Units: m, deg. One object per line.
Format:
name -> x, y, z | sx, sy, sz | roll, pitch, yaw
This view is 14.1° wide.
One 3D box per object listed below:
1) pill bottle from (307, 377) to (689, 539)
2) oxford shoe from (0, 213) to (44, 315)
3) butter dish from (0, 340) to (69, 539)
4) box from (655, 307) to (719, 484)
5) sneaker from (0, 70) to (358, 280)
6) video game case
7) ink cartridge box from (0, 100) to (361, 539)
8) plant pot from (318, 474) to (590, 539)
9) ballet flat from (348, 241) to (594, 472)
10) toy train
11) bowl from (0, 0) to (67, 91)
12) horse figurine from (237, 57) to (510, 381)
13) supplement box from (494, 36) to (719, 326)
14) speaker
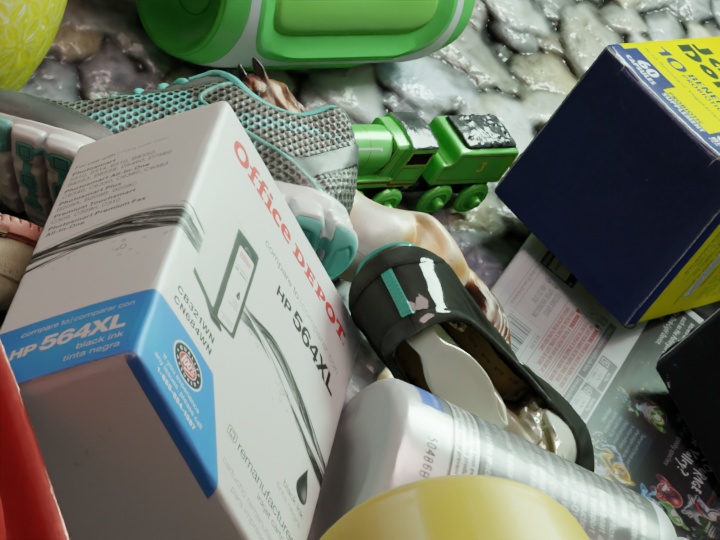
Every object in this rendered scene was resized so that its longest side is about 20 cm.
pill bottle -> 0.073, 0.138, 1.323 | 0.199, 0.114, 0.114 | 26, 35, -17
oxford shoe -> -0.196, 0.008, 1.291 | 0.199, 0.071, 0.074 | 17, 70, -36
butter dish -> -0.218, 0.056, 1.081 | 0.198, 0.148, 0.201 | -14, 54, -14
box -> 0.295, 0.096, 1.547 | 0.198, 0.123, 0.201 | 2, 53, -49
sneaker -> -0.091, -0.058, 1.394 | 0.199, 0.078, 0.092 | 16, 56, 0
video game case -> 0.141, 0.065, 1.557 | 0.182, 0.023, 0.200 | 38, 33, 1
ink cartridge box -> -0.079, 0.042, 1.272 | 0.146, 0.084, 0.200 | 60, 25, -27
plant pot -> 0.050, 0.193, 1.167 | 0.200, 0.201, 0.189 | 19, 33, -25
ballet flat -> 0.057, 0.069, 1.385 | 0.200, 0.068, 0.069 | 47, 9, -37
toy train -> 0.007, -0.057, 1.546 | 0.199, 0.056, 0.042 | -5, 52, -46
bowl -> -0.202, -0.177, 1.396 | 0.200, 0.107, 0.201 | 31, 45, -37
horse figurine -> 0.000, 0.000, 1.450 | 0.199, 0.050, 0.133 | 29, 55, -12
supplement box -> 0.183, -0.055, 1.629 | 0.109, 0.110, 0.200 | 46, 25, 17
speaker -> -0.028, -0.155, 1.606 | 0.199, 0.089, 0.089 | -6, 53, -46
